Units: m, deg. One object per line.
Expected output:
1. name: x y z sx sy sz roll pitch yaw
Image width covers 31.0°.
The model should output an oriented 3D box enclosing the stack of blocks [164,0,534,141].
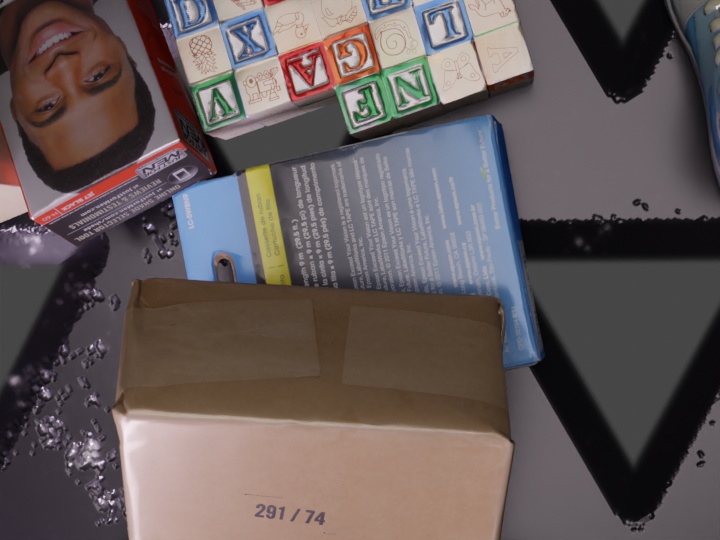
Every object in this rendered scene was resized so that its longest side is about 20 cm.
1. stack of blocks: -0.005 -0.139 0.781 0.197 0.059 0.117 -17 89 7

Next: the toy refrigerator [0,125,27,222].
1. toy refrigerator: -0.244 -0.067 0.742 0.075 0.200 0.071 -21 89 8

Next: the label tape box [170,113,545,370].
1. label tape box: 0.000 0.000 0.780 0.197 0.063 0.147 -11 89 11

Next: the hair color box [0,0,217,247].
1. hair color box: -0.170 -0.130 0.774 0.100 0.061 0.202 -26 71 7

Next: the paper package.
1. paper package: -0.025 0.108 0.705 0.196 0.104 0.193 3 130 -1

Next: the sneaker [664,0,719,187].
1. sneaker: 0.220 -0.130 0.716 0.078 0.131 0.203 -17 88 8
